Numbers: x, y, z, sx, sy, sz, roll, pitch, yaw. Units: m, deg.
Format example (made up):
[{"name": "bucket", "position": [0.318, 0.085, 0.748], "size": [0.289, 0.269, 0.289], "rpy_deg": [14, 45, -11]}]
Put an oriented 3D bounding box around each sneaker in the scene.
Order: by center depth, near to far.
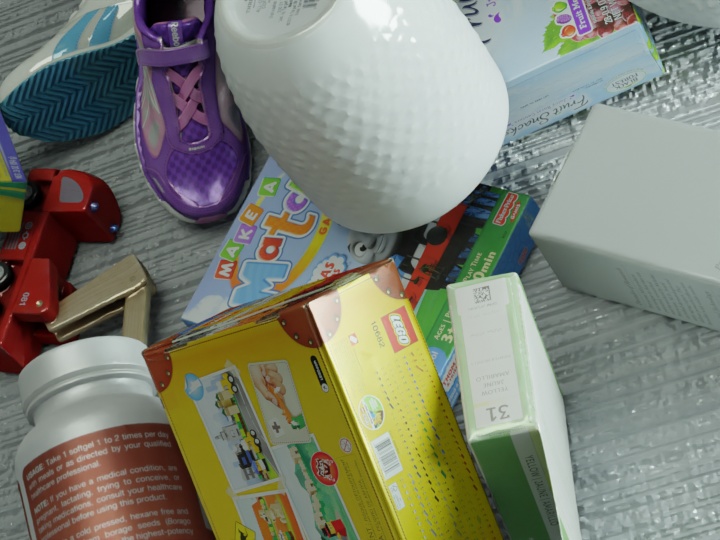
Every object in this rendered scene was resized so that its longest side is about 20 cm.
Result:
[{"name": "sneaker", "position": [-0.121, -0.133, 1.437], "size": [0.080, 0.088, 0.201], "rpy_deg": [-7, 82, -3]}, {"name": "sneaker", "position": [-0.180, -0.168, 1.537], "size": [0.200, 0.077, 0.081], "rpy_deg": [-34, 45, -6]}]

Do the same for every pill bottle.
[{"name": "pill bottle", "position": [-0.145, 0.147, 1.271], "size": [0.112, 0.112, 0.201], "rpy_deg": [-22, 66, 12]}]

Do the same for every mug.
[{"name": "mug", "position": [0.001, -0.150, 1.286], "size": [0.147, 0.175, 0.201], "rpy_deg": [11, 69, 32]}]

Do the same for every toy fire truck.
[{"name": "toy fire truck", "position": [-0.190, 0.022, 1.434], "size": [0.141, 0.049, 0.201], "rpy_deg": [2, 61, 27]}]

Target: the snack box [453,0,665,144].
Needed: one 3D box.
[{"name": "snack box", "position": [0.094, -0.187, 1.411], "size": [0.168, 0.068, 0.201], "rpy_deg": [-23, 53, 14]}]

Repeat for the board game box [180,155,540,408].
[{"name": "board game box", "position": [0.000, 0.000, 1.362], "size": [0.199, 0.037, 0.152], "rpy_deg": [16, 69, 33]}]

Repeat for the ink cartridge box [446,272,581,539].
[{"name": "ink cartridge box", "position": [0.094, 0.122, 1.170], "size": [0.048, 0.146, 0.201], "rpy_deg": [-11, 56, 10]}]

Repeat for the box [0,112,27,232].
[{"name": "box", "position": [-0.338, -0.076, 1.437], "size": [0.199, 0.049, 0.117], "rpy_deg": [-2, 37, -23]}]

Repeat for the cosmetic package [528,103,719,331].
[{"name": "cosmetic package", "position": [0.213, -0.023, 1.251], "size": [0.199, 0.074, 0.102], "rpy_deg": [17, 69, 35]}]

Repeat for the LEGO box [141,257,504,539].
[{"name": "LEGO box", "position": [-0.018, 0.112, 1.176], "size": [0.149, 0.201, 0.077], "rpy_deg": [-17, 6, 46]}]

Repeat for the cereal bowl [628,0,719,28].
[{"name": "cereal bowl", "position": [0.233, -0.252, 1.333], "size": [0.199, 0.083, 0.201], "rpy_deg": [0, 53, -1]}]
